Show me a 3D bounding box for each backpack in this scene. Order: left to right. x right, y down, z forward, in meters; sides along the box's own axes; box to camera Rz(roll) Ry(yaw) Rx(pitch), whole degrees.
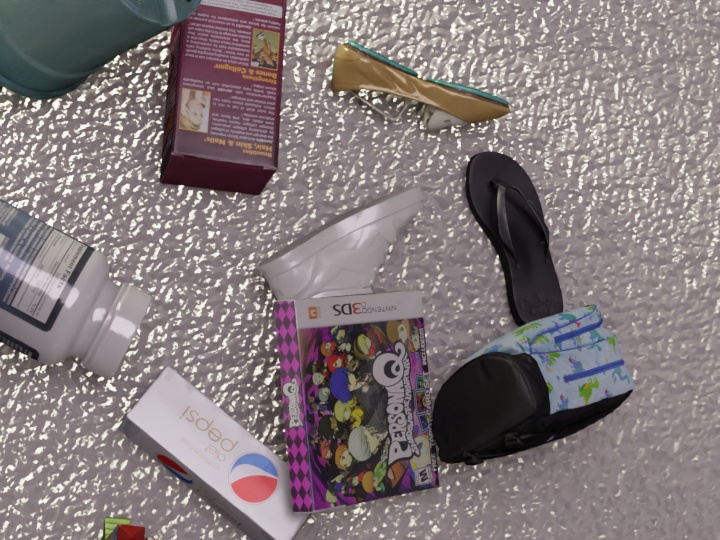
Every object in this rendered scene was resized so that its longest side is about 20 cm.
[{"bbox_3d":[0.183,0.112,1.699,0.198,0.163,0.155,2,66,-34],"label":"backpack"}]

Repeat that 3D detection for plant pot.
[{"bbox_3d":[-0.263,-0.285,1.630,0.199,0.195,0.203,14,71,-46],"label":"plant pot"}]

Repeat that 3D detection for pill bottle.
[{"bbox_3d":[-0.304,0.019,1.609,0.199,0.120,0.120,29,68,-6],"label":"pill bottle"}]

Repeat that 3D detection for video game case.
[{"bbox_3d":[-0.001,0.123,1.647,0.180,0.036,0.202,-3,87,-46],"label":"video game case"}]

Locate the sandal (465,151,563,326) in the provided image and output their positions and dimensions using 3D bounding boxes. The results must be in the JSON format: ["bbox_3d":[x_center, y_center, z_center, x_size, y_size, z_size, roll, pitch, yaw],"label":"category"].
[{"bbox_3d":[0.172,-0.038,1.803,0.075,0.043,0.202,-17,79,-20],"label":"sandal"}]

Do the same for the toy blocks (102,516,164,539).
[{"bbox_3d":[-0.211,0.316,1.535,0.099,0.137,0.202,9,72,-13],"label":"toy blocks"}]

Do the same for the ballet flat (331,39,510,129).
[{"bbox_3d":[0.061,-0.185,1.817,0.198,0.069,0.064,20,97,-7],"label":"ballet flat"}]

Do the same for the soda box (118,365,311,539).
[{"bbox_3d":[-0.135,0.185,1.637,0.200,0.064,0.068,40,67,-2],"label":"soda box"}]

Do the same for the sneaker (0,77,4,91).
[{"bbox_3d":[-0.390,-0.227,1.672,0.078,0.075,0.202,38,53,-40],"label":"sneaker"}]

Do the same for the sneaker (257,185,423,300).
[{"bbox_3d":[0.000,0.000,1.737,0.199,0.074,0.116,-30,97,-25],"label":"sneaker"}]

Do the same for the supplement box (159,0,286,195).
[{"bbox_3d":[-0.140,-0.189,1.737,0.109,0.086,0.202,7,72,-14],"label":"supplement box"}]
